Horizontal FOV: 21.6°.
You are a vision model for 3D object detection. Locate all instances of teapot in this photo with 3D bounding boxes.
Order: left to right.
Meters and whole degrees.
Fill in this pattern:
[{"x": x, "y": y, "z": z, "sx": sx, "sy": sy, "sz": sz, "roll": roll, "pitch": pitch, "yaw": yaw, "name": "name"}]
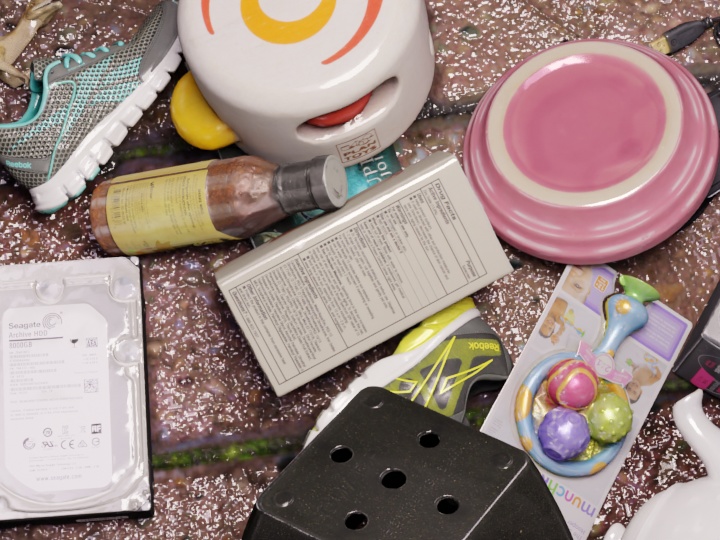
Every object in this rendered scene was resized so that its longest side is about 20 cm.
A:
[{"x": 0.237, "y": 0.225, "z": 1.336, "sx": 0.146, "sy": 0.198, "sz": 0.200, "roll": 22, "pitch": 60, "yaw": 24, "name": "teapot"}]

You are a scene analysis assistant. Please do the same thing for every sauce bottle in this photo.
[{"x": -0.107, "y": -0.052, "z": 1.426, "sx": 0.200, "sy": 0.066, "sz": 0.066, "roll": -7, "pitch": 71, "yaw": 26, "name": "sauce bottle"}]

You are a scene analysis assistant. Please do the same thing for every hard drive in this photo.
[{"x": -0.230, "y": 0.092, "z": 1.435, "sx": 0.140, "sy": 0.038, "sz": 0.200, "roll": -3, "pitch": 73, "yaw": -2, "name": "hard drive"}]

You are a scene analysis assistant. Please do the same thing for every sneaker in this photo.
[{"x": -0.212, "y": -0.144, "z": 1.471, "sx": 0.091, "sy": 0.078, "sz": 0.200, "roll": 41, "pitch": 73, "yaw": -18, "name": "sneaker"}, {"x": 0.035, "y": 0.106, "z": 1.413, "sx": 0.085, "sy": 0.074, "sz": 0.200, "roll": 44, "pitch": 78, "yaw": 11, "name": "sneaker"}]

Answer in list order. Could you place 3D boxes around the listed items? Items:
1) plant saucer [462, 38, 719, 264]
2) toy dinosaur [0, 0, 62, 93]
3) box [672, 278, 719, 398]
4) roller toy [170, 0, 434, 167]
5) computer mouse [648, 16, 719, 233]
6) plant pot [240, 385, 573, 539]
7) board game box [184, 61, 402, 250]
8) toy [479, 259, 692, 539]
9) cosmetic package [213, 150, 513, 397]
[{"x": 0.175, "y": -0.102, "z": 1.461, "sx": 0.200, "sy": 0.051, "sz": 0.201, "roll": -6, "pitch": 60, "yaw": 11, "name": "plant saucer"}, {"x": -0.323, "y": -0.157, "z": 1.509, "sx": 0.200, "sy": 0.058, "sz": 0.101, "roll": -21, "pitch": 60, "yaw": -15, "name": "toy dinosaur"}, {"x": 0.333, "y": 0.005, "z": 1.422, "sx": 0.106, "sy": 0.122, "sz": 0.200, "roll": 29, "pitch": 75, "yaw": 7, "name": "box"}, {"x": -0.039, "y": -0.172, "z": 1.432, "sx": 0.182, "sy": 0.140, "sz": 0.200, "roll": 18, "pitch": 72, "yaw": 16, "name": "roller toy"}, {"x": 0.264, "y": -0.125, "z": 1.499, "sx": 0.200, "sy": 0.046, "sz": 0.140, "roll": -34, "pitch": 78, "yaw": -10, "name": "computer mouse"}, {"x": 0.026, "y": 0.201, "z": 1.271, "sx": 0.199, "sy": 0.178, "sz": 0.200, "roll": 22, "pitch": 49, "yaw": 29, "name": "plant pot"}, {"x": -0.045, "y": -0.095, "z": 1.497, "sx": 0.135, "sy": 0.028, "sz": 0.200, "roll": -19, "pitch": 75, "yaw": -7, "name": "board game box"}, {"x": 0.172, "y": 0.092, "z": 1.416, "sx": 0.115, "sy": 0.047, "sz": 0.200, "roll": 33, "pitch": 70, "yaw": -12, "name": "toy"}, {"x": 0.000, "y": 0.000, "z": 1.414, "sx": 0.200, "sy": 0.087, "sz": 0.103, "roll": -27, "pitch": 99, "yaw": -2, "name": "cosmetic package"}]
